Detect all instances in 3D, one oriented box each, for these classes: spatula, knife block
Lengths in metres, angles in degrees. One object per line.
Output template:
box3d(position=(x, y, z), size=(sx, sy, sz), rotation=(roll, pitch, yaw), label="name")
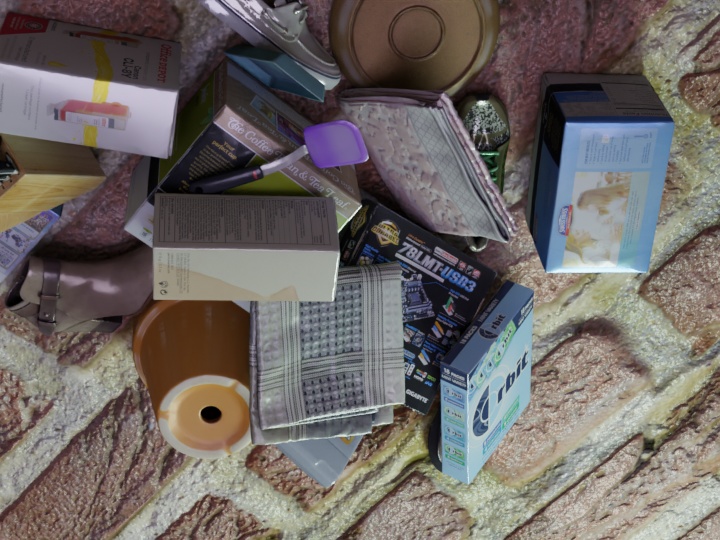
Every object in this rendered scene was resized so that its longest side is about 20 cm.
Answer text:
box3d(position=(-0.092, -0.115, 1.383), size=(0.198, 0.021, 0.057), rotation=(-18, 125, 4), label="spatula")
box3d(position=(-0.371, -0.115, 1.391), size=(0.199, 0.064, 0.176), rotation=(-28, 169, -24), label="knife block")

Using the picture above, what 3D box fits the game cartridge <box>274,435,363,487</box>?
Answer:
box3d(position=(-0.035, 0.143, 1.566), size=(0.041, 0.201, 0.133), rotation=(1, 142, 49), label="game cartridge")

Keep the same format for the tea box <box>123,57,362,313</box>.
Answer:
box3d(position=(-0.135, -0.094, 1.483), size=(0.199, 0.134, 0.197), rotation=(35, 113, -24), label="tea box")

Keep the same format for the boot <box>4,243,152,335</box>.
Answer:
box3d(position=(-0.333, 0.012, 1.552), size=(0.145, 0.071, 0.200), rotation=(19, 129, -32), label="boot")

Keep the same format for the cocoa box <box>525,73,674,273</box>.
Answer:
box3d(position=(0.276, -0.113, 1.513), size=(0.131, 0.132, 0.202), rotation=(-1, 122, -5), label="cocoa box")

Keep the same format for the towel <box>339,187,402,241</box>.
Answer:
box3d(position=(0.000, 0.000, 1.605), size=(0.199, 0.048, 0.171), rotation=(32, 114, -23), label="towel")

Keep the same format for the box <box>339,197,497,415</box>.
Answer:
box3d(position=(0.042, 0.046, 1.545), size=(0.199, 0.050, 0.200), rotation=(27, 87, -31), label="box")

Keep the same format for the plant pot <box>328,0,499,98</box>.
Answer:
box3d(position=(0.062, -0.272, 1.456), size=(0.197, 0.028, 0.202), rotation=(-3, 121, -4), label="plant pot")

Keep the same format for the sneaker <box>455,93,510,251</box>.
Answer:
box3d(position=(0.146, -0.111, 1.526), size=(0.076, 0.089, 0.202), rotation=(-4, 122, -4), label="sneaker")

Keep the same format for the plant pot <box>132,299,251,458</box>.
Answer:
box3d(position=(-0.185, 0.125, 1.582), size=(0.197, 0.184, 0.202), rotation=(-2, 122, -4), label="plant pot")

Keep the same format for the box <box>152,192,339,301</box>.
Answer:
box3d(position=(-0.124, -0.025, 1.387), size=(0.197, 0.096, 0.078), rotation=(2, 132, -7), label="box")

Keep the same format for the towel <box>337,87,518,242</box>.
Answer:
box3d(position=(0.074, -0.119, 1.468), size=(0.032, 0.190, 0.201), rotation=(-43, 119, -21), label="towel")

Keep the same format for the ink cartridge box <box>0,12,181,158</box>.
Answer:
box3d(position=(-0.295, -0.201, 1.394), size=(0.197, 0.146, 0.084), rotation=(9, 119, -11), label="ink cartridge box")

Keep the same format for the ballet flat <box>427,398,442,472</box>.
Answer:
box3d(position=(0.131, 0.212, 1.736), size=(0.072, 0.073, 0.202), rotation=(3, 122, -8), label="ballet flat")

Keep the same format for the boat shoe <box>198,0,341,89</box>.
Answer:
box3d(position=(-0.091, -0.278, 1.415), size=(0.199, 0.071, 0.070), rotation=(36, 111, -19), label="boat shoe")

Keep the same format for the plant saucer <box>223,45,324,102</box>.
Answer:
box3d(position=(-0.092, -0.215, 1.385), size=(0.070, 0.200, 0.019), rotation=(35, 89, -23), label="plant saucer")

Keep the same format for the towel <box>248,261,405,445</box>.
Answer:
box3d(position=(-0.036, 0.097, 1.469), size=(0.190, 0.034, 0.203), rotation=(-6, 105, -27), label="towel")

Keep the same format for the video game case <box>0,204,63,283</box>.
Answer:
box3d(position=(-0.483, -0.070, 1.514), size=(0.199, 0.046, 0.181), rotation=(38, 111, -25), label="video game case")

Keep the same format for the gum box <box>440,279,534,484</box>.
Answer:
box3d(position=(0.161, 0.142, 1.628), size=(0.044, 0.170, 0.202), rotation=(21, 136, 27), label="gum box")
